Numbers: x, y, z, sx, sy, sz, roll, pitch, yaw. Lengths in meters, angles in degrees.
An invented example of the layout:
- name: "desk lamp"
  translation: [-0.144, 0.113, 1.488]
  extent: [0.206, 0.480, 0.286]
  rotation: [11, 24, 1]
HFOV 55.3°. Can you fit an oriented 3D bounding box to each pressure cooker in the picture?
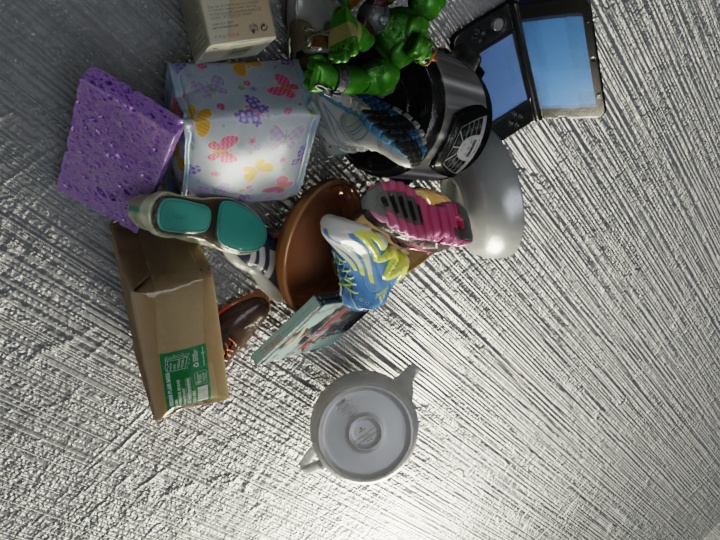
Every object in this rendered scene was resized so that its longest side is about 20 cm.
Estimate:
- name: "pressure cooker"
  translation: [0.081, -0.211, 0.922]
  extent: [0.199, 0.174, 0.181]
  rotation: [-6, 87, -54]

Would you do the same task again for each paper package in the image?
- name: "paper package"
  translation: [-0.249, 0.054, 0.893]
  extent: [0.102, 0.191, 0.202]
  rotation: [-12, 123, -21]

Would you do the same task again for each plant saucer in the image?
- name: "plant saucer"
  translation: [-0.062, -0.036, 0.994]
  extent: [0.200, 0.037, 0.203]
  rotation: [-38, 137, -46]
- name: "plant saucer"
  translation: [0.043, -0.056, 1.014]
  extent: [0.198, 0.036, 0.201]
  rotation: [-21, 146, -15]

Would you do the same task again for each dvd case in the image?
- name: "dvd case"
  translation: [-0.056, 0.079, 1.031]
  extent: [0.146, 0.022, 0.199]
  rotation: [-43, 161, 24]

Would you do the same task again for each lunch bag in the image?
- name: "lunch bag"
  translation: [-0.159, -0.158, 0.865]
  extent: [0.167, 0.128, 0.201]
  rotation: [-10, 148, -22]

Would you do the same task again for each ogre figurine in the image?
- name: "ogre figurine"
  translation: [0.029, -0.274, 0.757]
  extent: [0.119, 0.097, 0.203]
  rotation: [13, 96, -51]

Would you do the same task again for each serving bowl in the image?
- name: "serving bowl"
  translation: [0.166, -0.110, 1.025]
  extent: [0.065, 0.200, 0.202]
  rotation: [-15, 123, -13]

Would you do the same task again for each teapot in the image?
- name: "teapot"
  translation: [0.002, 0.261, 1.181]
  extent: [0.197, 0.146, 0.200]
  rotation: [6, 93, -4]

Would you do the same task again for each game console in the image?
- name: "game console"
  translation: [0.250, -0.287, 1.021]
  extent: [0.170, 0.118, 0.201]
  rotation: [-33, 126, -9]

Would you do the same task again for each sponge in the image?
- name: "sponge"
  translation: [-0.279, -0.130, 0.785]
  extent: [0.111, 0.030, 0.200]
  rotation: [31, 141, -11]

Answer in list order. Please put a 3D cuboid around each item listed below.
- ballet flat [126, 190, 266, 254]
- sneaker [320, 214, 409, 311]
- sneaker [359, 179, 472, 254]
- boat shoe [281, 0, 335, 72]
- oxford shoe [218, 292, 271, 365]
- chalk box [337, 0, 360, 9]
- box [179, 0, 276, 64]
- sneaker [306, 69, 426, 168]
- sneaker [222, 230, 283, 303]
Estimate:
- name: "ballet flat"
  translation: [-0.196, -0.063, 0.842]
  extent: [0.199, 0.062, 0.068]
  rotation: [16, 84, -57]
- name: "sneaker"
  translation: [0.000, 0.000, 0.920]
  extent: [0.199, 0.075, 0.106]
  rotation: [28, 83, -54]
- name: "sneaker"
  translation: [0.063, -0.059, 0.935]
  extent: [0.198, 0.080, 0.095]
  rotation: [15, 152, -41]
- name: "boat shoe"
  translation: [-0.059, -0.293, 0.880]
  extent: [0.074, 0.068, 0.202]
  rotation: [-9, 120, -24]
- name: "oxford shoe"
  translation: [-0.204, 0.117, 1.026]
  extent: [0.200, 0.073, 0.071]
  rotation: [-45, 127, 0]
- name: "chalk box"
  translation: [-0.036, -0.423, 0.760]
  extent: [0.125, 0.124, 0.200]
  rotation: [-41, 85, -3]
- name: "box"
  translation: [-0.159, -0.338, 0.742]
  extent: [0.077, 0.095, 0.203]
  rotation: [-15, 101, -22]
- name: "sneaker"
  translation: [-0.001, -0.167, 0.828]
  extent: [0.074, 0.200, 0.087]
  rotation: [-12, 135, -43]
- name: "sneaker"
  translation: [-0.144, -0.037, 0.974]
  extent: [0.084, 0.075, 0.200]
  rotation: [-42, 140, -1]
